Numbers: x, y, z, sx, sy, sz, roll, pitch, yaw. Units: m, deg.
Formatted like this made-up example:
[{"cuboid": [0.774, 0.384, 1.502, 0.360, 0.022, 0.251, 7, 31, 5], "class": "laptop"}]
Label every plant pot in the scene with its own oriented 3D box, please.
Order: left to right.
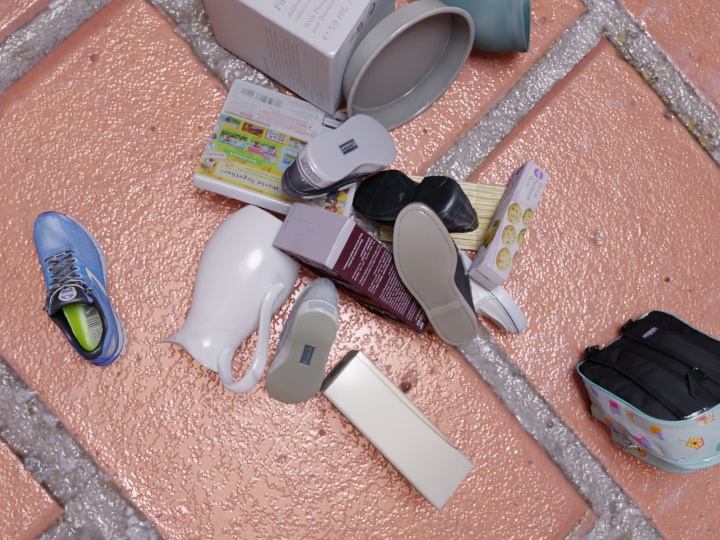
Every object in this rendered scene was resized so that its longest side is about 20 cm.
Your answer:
[{"cuboid": [0.157, -0.393, 0.862, 0.131, 0.200, 0.206, -1, 83, 19], "class": "plant pot"}]

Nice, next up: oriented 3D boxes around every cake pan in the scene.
[{"cuboid": [0.058, -0.262, 0.824, 0.198, 0.201, 0.037, -32, 71, -10], "class": "cake pan"}]

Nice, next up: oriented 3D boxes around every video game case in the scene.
[{"cuboid": [-0.096, -0.153, 0.834, 0.195, 0.023, 0.185, 17, 55, -7], "class": "video game case"}]

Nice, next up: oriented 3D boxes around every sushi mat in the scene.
[{"cuboid": [0.122, -0.080, 0.899, 0.194, 0.012, 0.099, 6, 85, -7], "class": "sushi mat"}]

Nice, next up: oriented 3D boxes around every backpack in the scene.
[{"cuboid": [0.402, 0.162, 0.819, 0.173, 0.200, 0.156, -28, 104, -11], "class": "backpack"}]

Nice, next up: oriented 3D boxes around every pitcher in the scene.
[{"cuboid": [-0.138, 0.035, 0.779, 0.170, 0.121, 0.203, 23, 81, 41], "class": "pitcher"}]

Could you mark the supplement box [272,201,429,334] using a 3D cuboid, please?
[{"cuboid": [0.000, 0.000, 0.775, 0.199, 0.108, 0.062, 36, 79, -43], "class": "supplement box"}]

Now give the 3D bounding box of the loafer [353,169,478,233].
[{"cuboid": [0.064, -0.079, 0.817, 0.072, 0.198, 0.074, 35, 81, -37], "class": "loafer"}]

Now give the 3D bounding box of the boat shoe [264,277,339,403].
[{"cuboid": [-0.066, 0.089, 0.789, 0.068, 0.203, 0.073, 18, 44, -8], "class": "boat shoe"}]

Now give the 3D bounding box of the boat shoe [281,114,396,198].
[{"cuboid": [-0.024, -0.132, 0.778, 0.073, 0.067, 0.200, 56, 36, -5], "class": "boat shoe"}]

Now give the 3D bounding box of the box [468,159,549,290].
[{"cuboid": [0.200, -0.064, 0.855, 0.041, 0.039, 0.202, 36, 58, -7], "class": "box"}]

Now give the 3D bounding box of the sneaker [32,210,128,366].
[{"cuboid": [-0.347, 0.019, 0.785, 0.077, 0.089, 0.204, -25, 88, -11], "class": "sneaker"}]

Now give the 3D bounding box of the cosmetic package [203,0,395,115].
[{"cuboid": [-0.074, -0.344, 0.814, 0.197, 0.166, 0.170, 31, 81, 3], "class": "cosmetic package"}]

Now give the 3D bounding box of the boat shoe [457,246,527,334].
[{"cuboid": [0.129, 0.032, 0.855, 0.202, 0.075, 0.086, 43, 82, -7], "class": "boat shoe"}]

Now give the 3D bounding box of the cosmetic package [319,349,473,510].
[{"cuboid": [0.040, 0.196, 0.814, 0.200, 0.103, 0.073, 44, 80, -2], "class": "cosmetic package"}]

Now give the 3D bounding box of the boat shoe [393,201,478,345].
[{"cuboid": [0.089, -0.003, 0.757, 0.071, 0.063, 0.203, -15, 123, 19], "class": "boat shoe"}]
